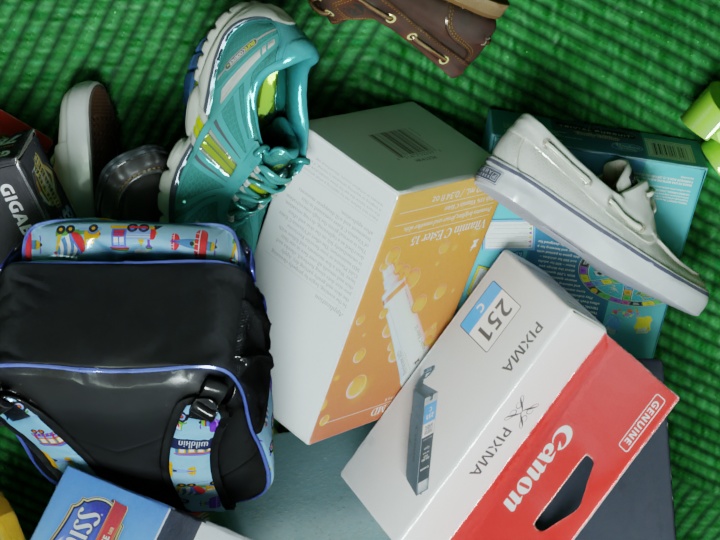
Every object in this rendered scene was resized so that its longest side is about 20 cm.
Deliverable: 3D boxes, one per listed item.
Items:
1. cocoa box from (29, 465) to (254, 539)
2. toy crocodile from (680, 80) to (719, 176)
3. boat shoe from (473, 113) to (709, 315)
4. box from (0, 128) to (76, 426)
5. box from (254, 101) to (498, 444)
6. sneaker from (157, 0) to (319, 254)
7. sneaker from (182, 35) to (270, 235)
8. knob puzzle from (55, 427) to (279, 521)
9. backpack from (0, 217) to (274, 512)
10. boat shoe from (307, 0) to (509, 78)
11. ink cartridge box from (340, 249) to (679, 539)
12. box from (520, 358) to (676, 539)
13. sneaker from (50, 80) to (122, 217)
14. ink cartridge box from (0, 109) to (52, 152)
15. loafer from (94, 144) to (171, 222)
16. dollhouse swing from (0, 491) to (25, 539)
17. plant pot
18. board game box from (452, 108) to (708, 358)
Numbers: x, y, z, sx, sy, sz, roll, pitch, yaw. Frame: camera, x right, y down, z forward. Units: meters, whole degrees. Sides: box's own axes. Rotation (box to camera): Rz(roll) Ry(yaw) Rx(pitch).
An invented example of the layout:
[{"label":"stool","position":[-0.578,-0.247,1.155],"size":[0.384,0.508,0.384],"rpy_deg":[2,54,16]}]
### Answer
[{"label":"cocoa box","position":[-0.154,0.234,1.305],"size":[0.131,0.134,0.200],"rpy_deg":[22,157,6]},{"label":"toy crocodile","position":[0.295,-0.056,1.392],"size":[0.067,0.062,0.200],"rpy_deg":[-36,113,19]},{"label":"boat shoe","position":[0.167,-0.039,1.349],"size":[0.200,0.071,0.070],"rpy_deg":[32,88,-24]},{"label":"box","position":[-0.275,0.017,1.385],"size":[0.198,0.050,0.200],"rpy_deg":[-11,121,18]},{"label":"box","position":[0.000,0.000,1.377],"size":[0.097,0.124,0.200],"rpy_deg":[37,122,29]},{"label":"sneaker","position":[-0.075,-0.071,1.296],"size":[0.077,0.080,0.200],"rpy_deg":[-12,124,-42]},{"label":"sneaker","position":[-0.074,-0.079,1.392],"size":[0.083,0.071,0.200],"rpy_deg":[-14,117,-14]},{"label":"knob puzzle","position":[-0.135,0.172,1.542],"size":[0.219,0.030,0.220],"rpy_deg":[1,119,1]},{"label":"backpack","position":[-0.137,0.073,1.299],"size":[0.182,0.135,0.200],"rpy_deg":[0,148,10]},{"label":"boat shoe","position":[0.001,-0.187,1.310],"size":[0.200,0.070,0.070],"rpy_deg":[26,113,-22]},{"label":"ink cartridge box","position":[0.094,0.110,1.343],"size":[0.045,0.176,0.200],"rpy_deg":[29,100,-38]},{"label":"box","position":[0.161,0.190,1.416],"size":[0.104,0.200,0.182],"rpy_deg":[-1,150,3]},{"label":"sneaker","position":[-0.212,-0.036,1.406],"size":[0.085,0.073,0.200],"rpy_deg":[7,113,10]},{"label":"ink cartridge box","position":[-0.332,-0.047,1.416],"size":[0.160,0.047,0.200],"rpy_deg":[30,117,-14]},{"label":"loafer","position":[-0.130,-0.008,1.377],"size":[0.073,0.072,0.200],"rpy_deg":[-24,146,-8]},{"label":"dollhouse swing","position":[-0.190,0.257,1.513],"size":[0.181,0.176,0.200],"rpy_deg":[-4,163,-15]},{"label":"plant pot","position":[-0.001,0.245,1.467],"size":[0.195,0.200,0.197],"rpy_deg":[-8,118,-6]},{"label":"board game box","position":[0.145,-0.005,1.431],"size":[0.151,0.047,0.200],"rpy_deg":[9,119,-4]}]
